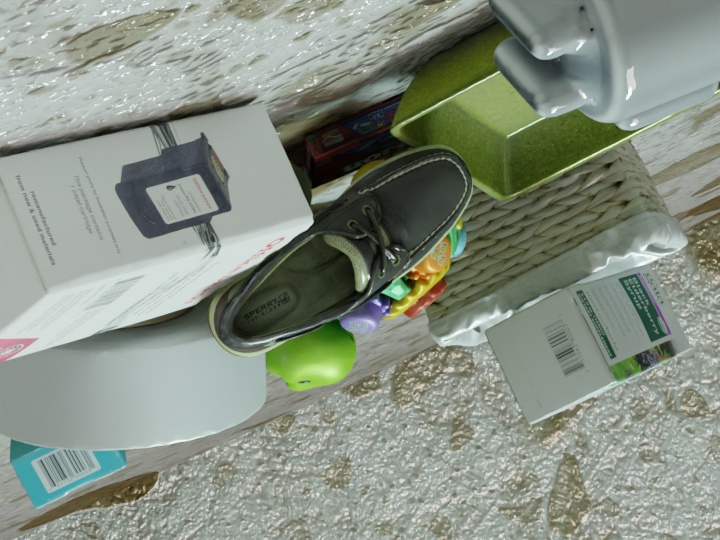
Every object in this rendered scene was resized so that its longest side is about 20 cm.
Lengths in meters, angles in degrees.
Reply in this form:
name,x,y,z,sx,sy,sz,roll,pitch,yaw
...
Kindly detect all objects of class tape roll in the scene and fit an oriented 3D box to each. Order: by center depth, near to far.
name,x,y,z,sx,sy,sz,roll,pitch,yaw
tape roll,-0.165,0.058,1.247,0.201,0.071,0.203,-2,-165,1

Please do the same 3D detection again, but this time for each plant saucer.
name,x,y,z,sx,sy,sz,roll,pitch,yaw
plant saucer,0.136,-0.131,1.206,0.199,0.048,0.199,-27,158,20

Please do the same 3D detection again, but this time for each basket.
name,x,y,z,sx,sy,sz,roll,pitch,yaw
basket,0.138,-0.050,1.452,0.199,0.162,0.198,-26,172,15

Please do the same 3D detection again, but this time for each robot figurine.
name,x,y,z,sx,sy,sz,roll,pitch,yaw
robot figurine,0.173,-0.156,1.022,0.199,0.113,0.170,-21,138,-14

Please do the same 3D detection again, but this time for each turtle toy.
name,x,y,z,sx,sy,sz,roll,pitch,yaw
turtle toy,0.000,0.000,1.280,0.200,0.101,0.146,-41,178,16

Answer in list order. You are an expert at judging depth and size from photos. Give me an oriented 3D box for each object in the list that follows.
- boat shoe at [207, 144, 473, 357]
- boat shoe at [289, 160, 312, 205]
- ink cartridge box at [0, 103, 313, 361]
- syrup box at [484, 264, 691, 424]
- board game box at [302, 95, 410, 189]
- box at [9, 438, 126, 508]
name,x,y,z,sx,sy,sz,roll,pitch,yaw
boat shoe,-0.007,-0.008,1.154,0.200,0.072,0.066,-34,-168,-5
boat shoe,-0.126,-0.010,1.234,0.199,0.075,0.068,-22,167,-22
ink cartridge box,-0.150,-0.019,1.066,0.199,0.085,0.145,-17,170,-42
syrup box,0.179,0.053,1.387,0.081,0.079,0.200,-29,172,27
board game box,0.053,-0.114,1.291,0.199,0.020,0.103,-23,173,-6
box,-0.245,0.119,1.503,0.082,0.049,0.200,-25,-158,-1
